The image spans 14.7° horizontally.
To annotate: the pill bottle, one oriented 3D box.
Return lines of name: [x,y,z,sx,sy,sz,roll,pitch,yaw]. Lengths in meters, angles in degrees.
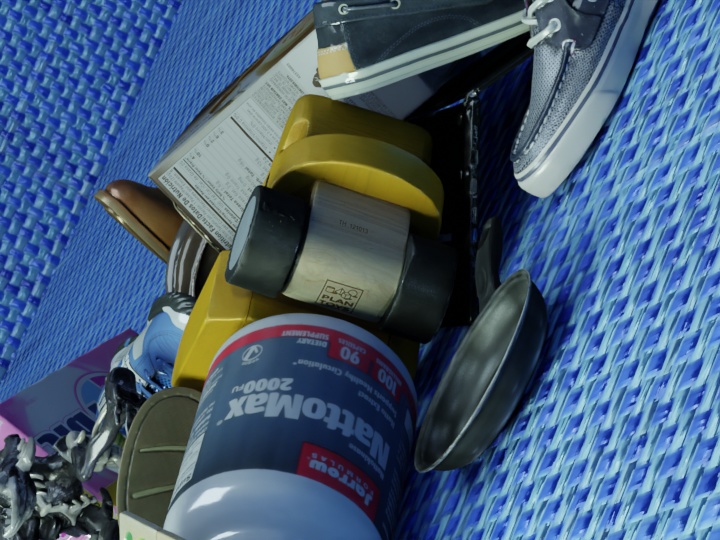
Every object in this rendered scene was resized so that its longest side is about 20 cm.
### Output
pill bottle: [-0.040,0.128,1.460,0.120,0.119,0.200,-54,15,37]

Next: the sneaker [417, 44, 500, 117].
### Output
sneaker: [0.011,-0.126,1.802,0.200,0.077,0.081,-12,15,34]

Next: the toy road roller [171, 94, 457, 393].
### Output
toy road roller: [-0.019,-0.005,1.583,0.200,0.123,0.146,119,166,-50]

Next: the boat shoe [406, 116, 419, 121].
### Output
boat shoe: [0.000,0.000,1.730,0.200,0.074,0.066,-62,24,11]

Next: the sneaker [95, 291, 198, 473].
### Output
sneaker: [-0.117,0.073,1.736,0.077,0.076,0.200,-69,9,-26]

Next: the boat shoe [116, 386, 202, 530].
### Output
boat shoe: [-0.098,0.169,1.569,0.068,0.072,0.200,100,164,-75]

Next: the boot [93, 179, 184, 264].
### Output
boot: [-0.084,-0.069,1.955,0.074,0.200,0.155,41,100,40]

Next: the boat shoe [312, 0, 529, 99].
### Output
boat shoe: [0.061,-0.157,1.587,0.200,0.062,0.075,-22,6,-19]

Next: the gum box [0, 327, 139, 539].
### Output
gum box: [-0.174,0.123,1.892,0.066,0.113,0.200,-60,-13,27]

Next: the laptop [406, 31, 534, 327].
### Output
laptop: [0.086,-0.064,1.627,0.177,0.103,0.200,168,103,-76]

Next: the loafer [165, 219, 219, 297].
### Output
loafer: [-0.072,-0.035,1.867,0.071,0.073,0.200,-10,59,52]

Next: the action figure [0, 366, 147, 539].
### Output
action figure: [-0.178,0.141,1.703,0.200,0.119,0.102,-38,34,38]

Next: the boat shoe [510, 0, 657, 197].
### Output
boat shoe: [0.107,-0.145,1.507,0.200,0.093,0.075,-64,11,-11]

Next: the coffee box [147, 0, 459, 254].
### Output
coffee box: [-0.025,-0.108,1.706,0.200,0.080,0.114,-38,10,37]

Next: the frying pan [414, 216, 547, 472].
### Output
frying pan: [0.060,0.045,1.432,0.115,0.031,0.190,-60,8,10]

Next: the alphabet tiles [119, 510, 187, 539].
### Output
alphabet tiles: [-0.079,0.214,1.359,0.200,0.006,0.167,19,113,49]
